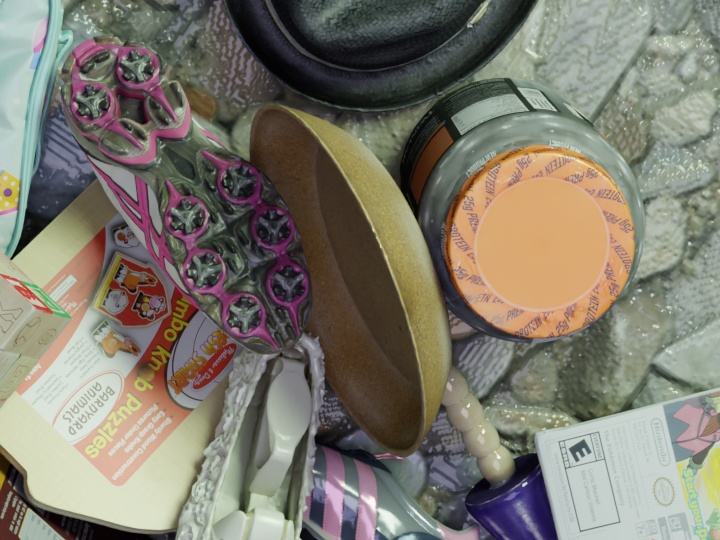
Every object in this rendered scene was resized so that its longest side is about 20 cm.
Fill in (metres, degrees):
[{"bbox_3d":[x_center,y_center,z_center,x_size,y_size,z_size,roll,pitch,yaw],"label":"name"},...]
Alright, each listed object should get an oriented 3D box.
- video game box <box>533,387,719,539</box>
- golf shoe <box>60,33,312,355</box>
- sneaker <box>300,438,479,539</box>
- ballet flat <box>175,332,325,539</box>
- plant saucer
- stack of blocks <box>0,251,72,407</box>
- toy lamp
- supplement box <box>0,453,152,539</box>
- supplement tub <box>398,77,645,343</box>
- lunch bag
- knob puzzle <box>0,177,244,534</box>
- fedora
[{"bbox_3d":[0.208,0.166,1.377,0.181,0.047,0.202,-15,84,20],"label":"video game box"},{"bbox_3d":[-0.091,-0.037,1.349,0.072,0.092,0.201,-32,78,-12],"label":"golf shoe"},{"bbox_3d":[-0.019,0.126,1.433,0.200,0.070,0.082,41,60,-1],"label":"sneaker"},{"bbox_3d":[-0.057,0.119,1.324,0.071,0.072,0.201,12,67,-6],"label":"ballet flat"},{"bbox_3d":[0.000,0.000,1.309,0.035,0.200,0.202,-22,103,-17],"label":"plant saucer"},{"bbox_3d":[-0.262,0.062,1.294,0.115,0.059,0.200,40,94,15],"label":"stack of blocks"},{"bbox_3d":[0.057,0.078,1.423,0.058,0.058,0.201,-30,99,3],"label":"toy lamp"},{"bbox_3d":[-0.181,0.210,1.364,0.200,0.197,0.133,43,98,-10],"label":"supplement box"},{"bbox_3d":[0.086,-0.032,1.326,0.121,0.200,0.124,-1,103,-3],"label":"supplement tub"},{"bbox_3d":[-0.244,-0.100,1.356,0.159,0.077,0.202,10,102,-4],"label":"lunch bag"},{"bbox_3d":[-0.120,0.062,1.375,0.218,0.030,0.221,7,68,-18],"label":"knob puzzle"},{"bbox_3d":[0.017,-0.178,1.345,0.199,0.092,0.202,-1,101,-3],"label":"fedora"}]
